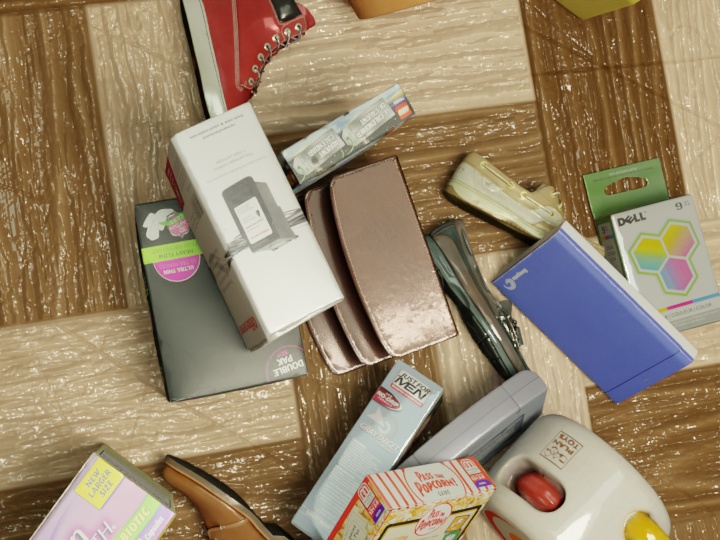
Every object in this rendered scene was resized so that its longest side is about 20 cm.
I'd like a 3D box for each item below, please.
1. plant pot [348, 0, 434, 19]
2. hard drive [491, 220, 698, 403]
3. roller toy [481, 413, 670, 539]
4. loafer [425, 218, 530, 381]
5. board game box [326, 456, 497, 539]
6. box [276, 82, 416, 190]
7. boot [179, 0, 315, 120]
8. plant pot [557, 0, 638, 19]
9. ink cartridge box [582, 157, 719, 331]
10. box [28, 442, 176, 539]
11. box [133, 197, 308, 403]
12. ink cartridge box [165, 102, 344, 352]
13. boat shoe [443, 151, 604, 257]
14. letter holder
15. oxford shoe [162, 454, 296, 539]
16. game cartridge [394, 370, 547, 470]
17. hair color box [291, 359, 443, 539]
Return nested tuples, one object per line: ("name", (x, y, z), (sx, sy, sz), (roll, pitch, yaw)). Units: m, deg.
("plant pot", (0.046, -0.358, 1.270), (0.198, 0.200, 0.141), (-20, 104, -11))
("hard drive", (0.253, 0.050, 1.288), (0.200, 0.132, 0.025), (44, 52, -3))
("roller toy", (0.226, 0.248, 1.232), (0.182, 0.200, 0.140), (45, 79, 3))
("loafer", (0.139, 0.034, 1.298), (0.063, 0.072, 0.201), (-34, 89, -9))
("board game box", (0.030, 0.279, 1.177), (0.150, 0.201, 0.046), (0, 40, -42))
("box", (-0.029, -0.127, 1.219), (0.136, 0.200, 0.040), (-33, 94, -10))
("boot", (-0.109, -0.221, 1.283), (0.143, 0.072, 0.202), (-11, 83, -12))
("plant pot", (0.278, -0.399, 1.311), (0.200, 0.200, 0.177), (-39, 103, -11))
("ink cartridge box", (0.334, -0.027, 1.342), (0.103, 0.059, 0.202), (-14, 87, -10))
("box", (-0.269, 0.271, 1.141), (0.096, 0.200, 0.177), (37, 79, -4))
("box", (-0.148, 0.026, 1.223), (0.147, 0.124, 0.202), (-10, 87, -11))
("ink cartridge box", (-0.103, -0.035, 1.101), (0.083, 0.145, 0.201), (-26, 88, -15))
("boat shoe", (0.193, -0.068, 1.315), (0.199, 0.074, 0.067), (28, 86, -6))
("letter holder", (0.000, 0.000, 1.264), (0.141, 0.101, 0.202), (-19, 88, -9))
("oxford shoe", (-0.139, 0.271, 1.231), (0.200, 0.071, 0.071), (42, 85, -5))
("game cartridge", (0.112, 0.186, 1.248), (0.199, 0.133, 0.042), (-36, 64, -12))
("hair color box", (0.010, 0.199, 1.241), (0.060, 0.099, 0.201), (32, 80, 10))
